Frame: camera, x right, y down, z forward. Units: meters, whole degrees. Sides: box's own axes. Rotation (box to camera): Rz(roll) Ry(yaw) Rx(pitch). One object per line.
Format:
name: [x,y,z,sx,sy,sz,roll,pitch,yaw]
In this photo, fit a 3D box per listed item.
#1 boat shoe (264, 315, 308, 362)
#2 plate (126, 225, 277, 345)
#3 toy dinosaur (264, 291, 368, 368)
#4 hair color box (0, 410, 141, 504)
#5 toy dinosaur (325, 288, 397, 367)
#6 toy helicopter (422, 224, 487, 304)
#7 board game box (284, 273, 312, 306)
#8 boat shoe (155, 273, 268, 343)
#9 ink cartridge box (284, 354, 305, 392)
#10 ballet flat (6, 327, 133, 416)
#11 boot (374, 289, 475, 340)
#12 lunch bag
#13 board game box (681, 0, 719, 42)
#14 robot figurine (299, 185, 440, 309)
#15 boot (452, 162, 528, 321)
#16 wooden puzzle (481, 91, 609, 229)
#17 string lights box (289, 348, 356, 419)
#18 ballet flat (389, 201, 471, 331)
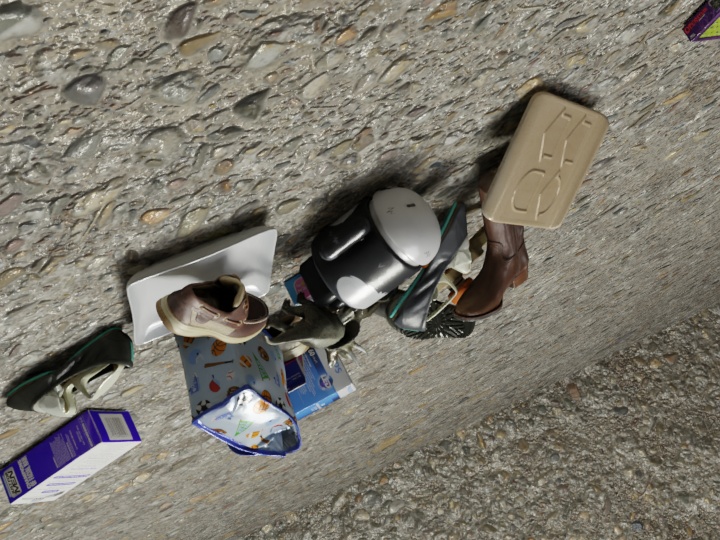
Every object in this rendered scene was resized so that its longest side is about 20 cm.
boat shoe: [-0.180,0.130,1.627,0.200,0.071,0.065,-28,125,-9]
plate: [-0.208,0.014,1.329,0.200,0.032,0.200,-22,159,-18]
toy dinosaur: [-0.062,0.076,1.401,0.200,0.102,0.077,21,87,-66]
hair color box: [-0.465,0.298,1.647,0.200,0.065,0.109,-35,160,14]
toy dinosaur: [-0.016,0.059,1.529,0.200,0.077,0.102,-50,170,24]
toy helicopter: [0.171,-0.031,1.618,0.200,0.079,0.132,-44,-176,-15]
board game box: [0.000,0.000,1.565,0.200,0.040,0.153,-31,161,8]
boat shoe: [-0.170,0.043,1.305,0.072,0.072,0.200,-40,155,22]
ink cartridge box: [-0.139,0.168,1.675,0.095,0.037,0.200,-28,-168,0]
ballet flat: [-0.387,0.151,1.373,0.200,0.069,0.068,-32,161,12]
boot: [0.065,0.058,1.651,0.182,0.200,0.073,17,95,-36]
lunch bag: [-0.167,0.167,1.488,0.124,0.170,0.200,-31,142,16]
board game box: [0.540,-0.367,1.402,0.200,0.032,0.120,-14,160,-38]
robot figurine: [0.013,-0.029,1.393,0.200,0.125,0.150,-36,-163,21]
boot: [0.184,-0.048,1.483,0.186,0.064,0.201,-40,132,-44]
wooden puzzle: [0.253,-0.153,1.439,0.200,0.046,0.186,5,113,-51]
string lights box: [-0.120,0.212,1.839,0.200,0.103,0.059,-27,160,-3]
ballet flat: [0.115,0.001,1.448,0.073,0.073,0.200,8,114,-59]
